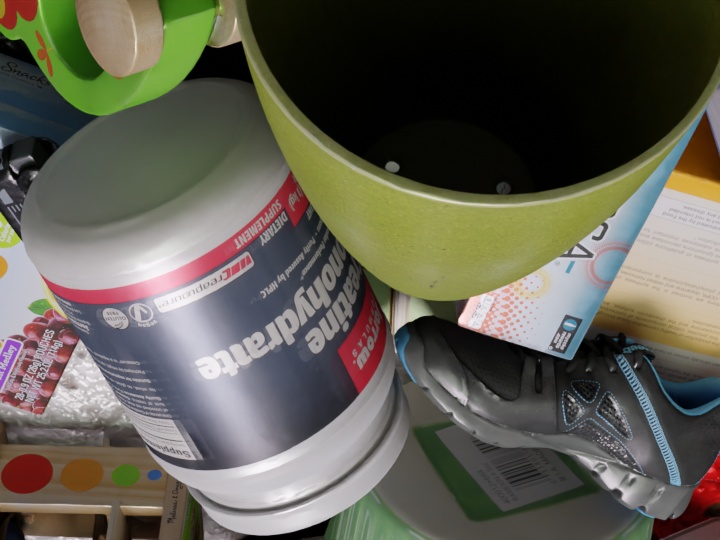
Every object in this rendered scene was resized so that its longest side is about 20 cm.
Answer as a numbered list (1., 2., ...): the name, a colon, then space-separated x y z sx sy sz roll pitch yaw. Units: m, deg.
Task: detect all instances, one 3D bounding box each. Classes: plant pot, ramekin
1. plant pot: 0.041 -0.067 0.721 0.186 0.188 0.200 5 156 -1
2. ramekin: 0.078 0.146 1.015 0.199 0.200 0.098 5 124 -2

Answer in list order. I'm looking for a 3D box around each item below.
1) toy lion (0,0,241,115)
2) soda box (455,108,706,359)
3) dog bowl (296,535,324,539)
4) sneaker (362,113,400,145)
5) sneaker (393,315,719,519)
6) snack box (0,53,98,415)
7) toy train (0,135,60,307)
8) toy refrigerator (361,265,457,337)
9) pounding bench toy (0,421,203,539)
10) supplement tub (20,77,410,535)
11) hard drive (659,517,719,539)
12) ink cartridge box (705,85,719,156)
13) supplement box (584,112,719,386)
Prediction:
1. toy lion: -0.141 -0.158 0.753 0.192 0.069 0.200 -29 85 59
2. soda box: 0.112 -0.057 0.850 0.068 0.064 0.200 17 121 -12
3. dog bowl: -0.012 0.220 1.095 0.199 0.200 0.059 -5 98 8
4. sneaker: 0.002 -0.081 0.864 0.072 0.083 0.200 4 147 45
5. sneaker: 0.111 0.060 0.927 0.200 0.073 0.082 24 112 -22
6. snack box: -0.221 -0.026 0.954 0.168 0.068 0.200 20 128 -16
7. toy train: -0.142 0.009 0.919 0.046 0.034 0.200 -15 131 16
8. toy refrigerator: 0.000 0.000 0.966 0.199 0.070 0.076 2 132 0
9. pounding bench toy: -0.187 0.209 1.077 0.155 0.200 0.125 2 133 0
10. supplement tub: -0.066 0.019 0.855 0.140 0.141 0.200 -15 126 16
11. hard drive: 0.156 0.246 1.161 0.132 0.026 0.200 -12 147 -41
12. ink cartridge box: 0.283 -0.063 0.837 0.199 0.076 0.137 -20 103 -1
13. supplement box: 0.175 0.008 0.961 0.126 0.074 0.200 15 131 -10
